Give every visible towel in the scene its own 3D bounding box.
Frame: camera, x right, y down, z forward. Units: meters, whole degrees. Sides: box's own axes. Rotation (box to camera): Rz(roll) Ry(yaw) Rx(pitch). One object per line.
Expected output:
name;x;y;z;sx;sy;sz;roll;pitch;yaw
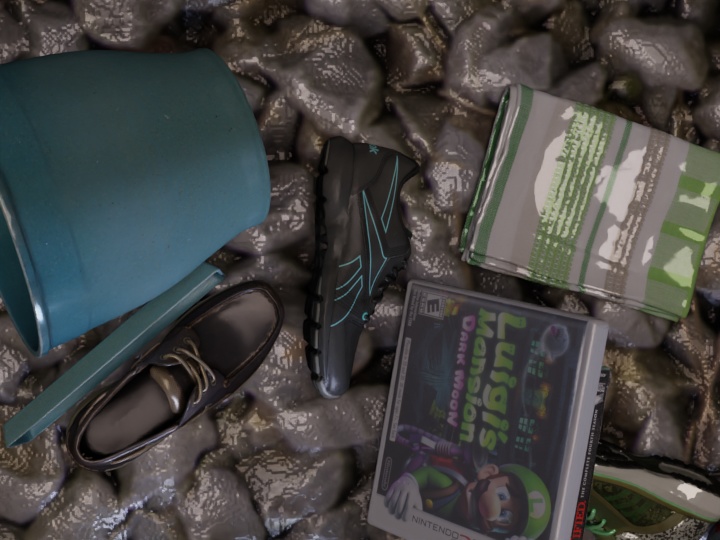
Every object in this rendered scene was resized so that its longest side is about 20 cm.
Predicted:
towel;0.191;-0.053;0.991;0.199;0.031;0.150;16;92;-10

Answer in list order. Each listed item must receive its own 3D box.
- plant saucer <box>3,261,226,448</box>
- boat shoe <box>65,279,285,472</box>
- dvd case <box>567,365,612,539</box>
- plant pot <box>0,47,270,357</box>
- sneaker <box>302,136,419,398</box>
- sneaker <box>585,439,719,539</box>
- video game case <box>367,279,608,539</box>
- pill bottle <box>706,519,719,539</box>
plant saucer;-0.184;0.060;0.924;0.200;0.070;0.019;-41;87;-4
boat shoe;-0.135;0.086;0.929;0.200;0.073;0.075;-42;99;-4
dvd case;0.119;0.159;0.942;0.022;0.146;0.201;5;95;-34
plant pot;-0.173;-0.066;0.863;0.187;0.200;0.201;-21;97;-22
sneaker;0.000;0.000;0.944;0.079;0.075;0.201;5;94;-11
sneaker;0.201;0.189;0.993;0.199;0.077;0.089;17;100;-7
video game case;0.089;0.119;0.924;0.023;0.181;0.201;7;94;-46
pill bottle;0.306;0.270;0.938;0.108;0.200;0.109;8;113;19
